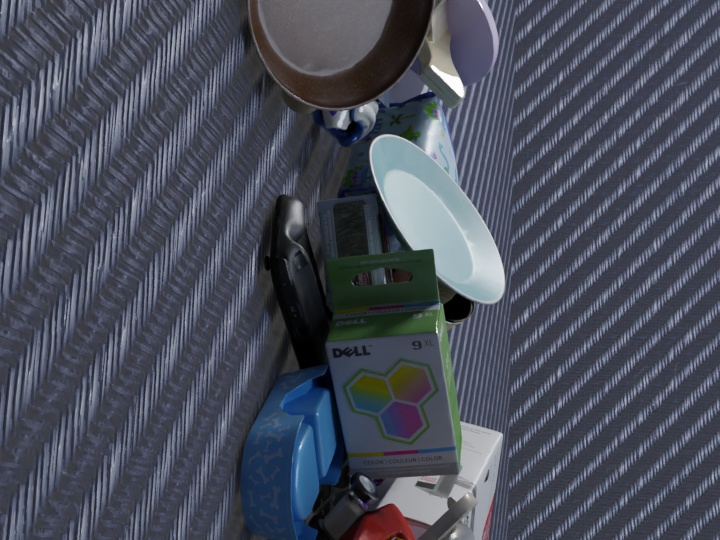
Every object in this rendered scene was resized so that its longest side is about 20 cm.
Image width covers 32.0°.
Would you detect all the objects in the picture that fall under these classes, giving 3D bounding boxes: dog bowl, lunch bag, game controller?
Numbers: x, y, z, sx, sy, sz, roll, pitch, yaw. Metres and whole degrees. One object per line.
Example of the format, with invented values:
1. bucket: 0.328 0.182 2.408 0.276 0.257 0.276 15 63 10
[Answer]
1. dog bowl: -0.057 0.157 1.088 0.200 0.049 0.113 -65 152 -65
2. lunch bag: 0.055 -0.070 1.434 0.172 0.125 0.202 -77 152 -46
3. game controller: -0.053 0.026 1.159 0.202 0.041 0.105 77 3 -47

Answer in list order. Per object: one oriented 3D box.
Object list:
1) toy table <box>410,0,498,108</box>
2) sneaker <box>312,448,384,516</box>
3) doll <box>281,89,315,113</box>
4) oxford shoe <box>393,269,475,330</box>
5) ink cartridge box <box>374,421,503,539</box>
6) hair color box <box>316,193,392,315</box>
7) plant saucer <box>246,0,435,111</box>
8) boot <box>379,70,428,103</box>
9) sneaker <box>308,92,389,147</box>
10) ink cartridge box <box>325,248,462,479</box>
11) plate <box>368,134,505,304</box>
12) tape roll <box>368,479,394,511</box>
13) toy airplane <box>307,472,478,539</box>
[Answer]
1. toy table: 0.053 -0.268 1.372 0.185 0.199 0.117 -59 176 35
2. sneaker: 0.007 0.190 1.244 0.081 0.082 0.202 -47 -154 48
3. doll: -0.026 -0.240 1.137 0.135 0.048 0.203 19 94 -40
4. oxford shoe: 0.084 0.038 1.330 0.071 0.074 0.200 -48 160 -5
5. ink cartridge box: 0.076 0.265 1.283 0.200 0.082 0.149 -47 146 -60
6. hair color box: 0.000 0.000 1.250 0.200 0.059 0.101 64 19 -77
7. plant saucer: -0.021 -0.242 1.085 0.198 0.036 0.204 -13 113 -32
8. boot: 0.066 -0.252 1.606 0.096 0.072 0.203 61 29 -52
9. sneaker: -0.016 -0.212 1.211 0.201 0.079 0.149 80 10 -57
10. ink cartridge box: 0.029 0.088 1.131 0.060 0.102 0.203 -73 156 -63
11. plate: 0.070 -0.046 1.239 0.199 0.025 0.202 38 29 -26
12. tape roll: 0.033 0.274 1.450 0.202 0.069 0.206 -1 90 -78
13. toy airplane: 0.013 0.277 1.057 0.200 0.141 0.200 -52 -173 -25
